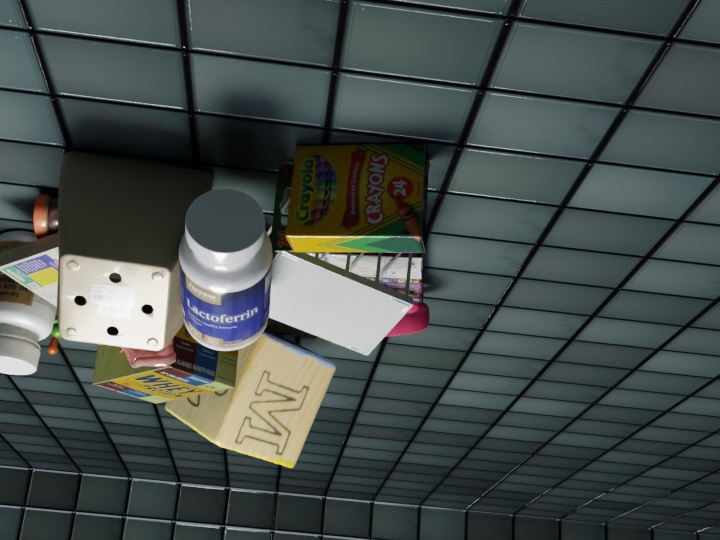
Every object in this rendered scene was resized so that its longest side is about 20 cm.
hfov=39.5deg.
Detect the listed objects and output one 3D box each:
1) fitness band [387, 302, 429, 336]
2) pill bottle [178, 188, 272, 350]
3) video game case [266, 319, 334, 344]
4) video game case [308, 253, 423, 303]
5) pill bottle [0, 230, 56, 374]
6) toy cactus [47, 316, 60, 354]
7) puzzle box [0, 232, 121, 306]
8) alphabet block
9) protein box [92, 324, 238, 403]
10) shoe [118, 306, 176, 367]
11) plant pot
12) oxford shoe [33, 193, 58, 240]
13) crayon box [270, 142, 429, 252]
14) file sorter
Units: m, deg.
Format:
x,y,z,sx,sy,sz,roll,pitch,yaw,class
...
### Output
x,y,z,sx,sy,sz,roll,pitch,yaw,class
0.015,0.073,1.593,0.197,0.038,0.143,-6,-168,-26,fitness band
-0.166,0.000,1.234,0.113,0.117,0.201,6,143,-3,pill bottle
-0.054,0.088,1.783,0.197,0.023,0.182,13,155,-22,video game case
0.000,0.000,1.547,0.196,0.036,0.182,2,157,6,video game case
-0.529,0.052,1.557,0.112,0.203,0.115,3,157,1,pill bottle
-0.486,0.101,1.821,0.197,0.104,0.165,-12,164,21,toy cactus
-0.425,0.008,1.493,0.131,0.026,0.200,-16,151,14,puzzle box
-0.194,0.207,1.780,0.195,0.203,0.194,27,174,-40,alphabet block
-0.304,0.090,1.605,0.198,0.202,0.134,-15,152,39,protein box
-0.345,0.091,1.471,0.198,0.093,0.071,1,-170,39,shoe
-0.306,-0.009,1.304,0.196,0.178,0.202,8,127,-8,plant pot
-0.430,-0.043,1.487,0.071,0.072,0.201,4,156,-3,oxford shoe
-0.017,-0.088,1.229,0.196,0.129,0.051,-1,157,11,crayon box
-0.041,0.002,1.393,0.197,0.126,0.139,22,138,-17,file sorter
